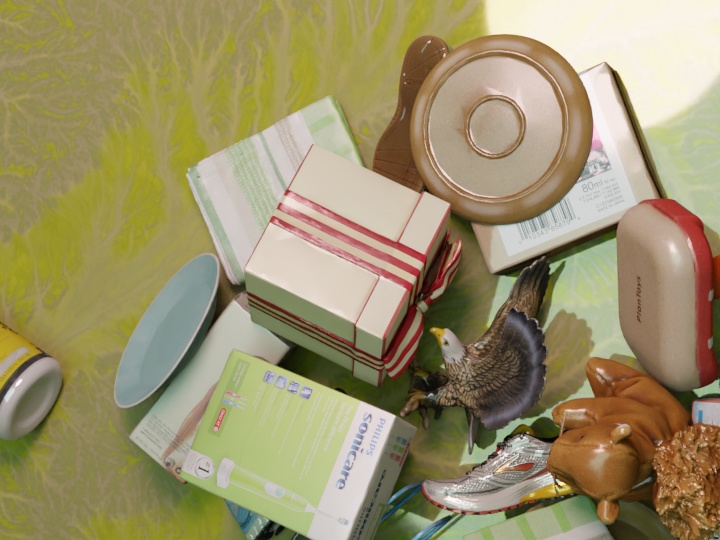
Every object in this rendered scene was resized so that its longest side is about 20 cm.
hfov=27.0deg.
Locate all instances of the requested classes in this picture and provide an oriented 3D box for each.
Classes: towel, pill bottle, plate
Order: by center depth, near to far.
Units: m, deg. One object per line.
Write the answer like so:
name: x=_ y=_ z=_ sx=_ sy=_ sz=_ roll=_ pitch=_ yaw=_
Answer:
towel: x=0.197 y=0.323 z=1.487 sx=0.147 sy=0.031 sz=0.201 roll=-17 pitch=43 yaw=-4
plate: x=-0.211 y=0.071 z=1.686 sx=0.025 sy=0.200 sz=0.201 roll=33 pitch=100 yaw=-23
towel: x=-0.086 y=-0.090 z=1.712 sx=0.198 sy=0.031 sz=0.151 roll=-26 pitch=83 yaw=13
pill bottle: x=-0.461 y=0.106 z=1.783 sx=0.199 sy=0.112 sz=0.113 roll=32 pitch=97 yaw=16

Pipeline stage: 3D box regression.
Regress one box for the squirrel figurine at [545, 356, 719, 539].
squirrel figurine: x=0.273 y=0.181 z=1.440 sx=0.198 sy=0.186 sz=0.143 roll=17 pitch=96 yaw=19

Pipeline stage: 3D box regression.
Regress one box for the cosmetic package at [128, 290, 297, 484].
cosmetic package: x=-0.160 y=0.130 z=1.689 sx=0.087 sy=0.103 sz=0.201 roll=38 pitch=101 yaw=3

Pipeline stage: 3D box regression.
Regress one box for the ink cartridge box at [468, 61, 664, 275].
ink cartridge box: x=0.206 y=-0.106 z=1.600 sx=0.198 sy=0.075 sz=0.167 roll=-23 pitch=83 yaw=16

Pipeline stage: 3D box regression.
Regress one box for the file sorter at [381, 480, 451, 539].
file sorter: x=0.071 y=0.340 z=1.596 sx=0.122 sy=0.139 sz=0.201 roll=-40 pitch=78 yaw=9

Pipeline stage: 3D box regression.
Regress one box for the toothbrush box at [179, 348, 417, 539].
toothbrush box: x=-0.064 y=0.188 z=1.547 sx=0.198 sy=0.086 sz=0.147 roll=20 pitch=83 yaw=23

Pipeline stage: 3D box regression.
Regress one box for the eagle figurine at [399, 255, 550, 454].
eagle figurine: x=0.131 y=0.094 z=1.576 sx=0.199 sy=0.150 sz=0.153 roll=-27 pitch=70 yaw=22

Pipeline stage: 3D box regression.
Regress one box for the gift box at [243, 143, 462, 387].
gift box: x=0.000 y=0.000 z=1.577 sx=0.185 sy=0.200 sz=0.186 roll=25 pitch=75 yaw=10

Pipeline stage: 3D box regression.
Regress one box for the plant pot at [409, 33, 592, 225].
plant pot: x=0.143 y=-0.149 z=1.569 sx=0.197 sy=0.027 sz=0.203 roll=-1 pitch=88 yaw=19

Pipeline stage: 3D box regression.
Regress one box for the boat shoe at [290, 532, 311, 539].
boat shoe: x=-0.029 y=0.255 z=1.667 sx=0.060 sy=0.072 sz=0.202 roll=40 pitch=93 yaw=18

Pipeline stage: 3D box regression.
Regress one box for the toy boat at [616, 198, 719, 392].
toy boat: x=0.338 y=0.021 z=1.519 sx=0.129 sy=0.131 sz=0.202 roll=-14 pitch=118 yaw=-14

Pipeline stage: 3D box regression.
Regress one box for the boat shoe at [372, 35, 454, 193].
boat shoe: x=0.068 y=-0.154 z=1.650 sx=0.073 sy=0.062 sz=0.202 roll=20 pitch=96 yaw=28

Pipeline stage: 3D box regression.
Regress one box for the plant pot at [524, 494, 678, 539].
plant pot: x=0.232 y=0.315 z=1.521 sx=0.197 sy=0.028 sz=0.202 roll=-9 pitch=44 yaw=8

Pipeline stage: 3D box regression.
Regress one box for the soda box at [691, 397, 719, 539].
soda box: x=0.371 y=0.232 z=1.540 sx=0.063 sy=0.068 sz=0.203 roll=2 pitch=89 yaw=18

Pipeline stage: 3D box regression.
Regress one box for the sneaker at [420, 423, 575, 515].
sneaker: x=0.159 y=0.207 z=1.591 sx=0.197 sy=0.078 sz=0.083 roll=-14 pitch=90 yaw=-4

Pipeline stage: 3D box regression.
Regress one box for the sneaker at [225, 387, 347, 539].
sneaker: x=-0.087 y=0.207 z=1.682 sx=0.090 sy=0.078 sz=0.201 roll=41 pitch=98 yaw=20
